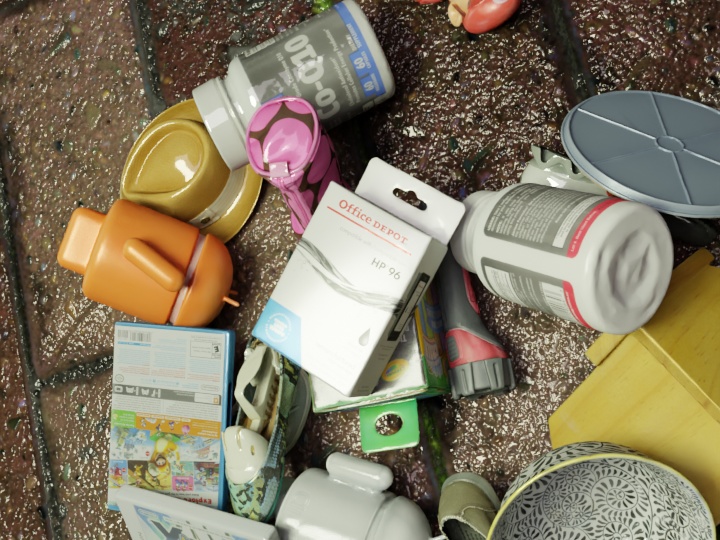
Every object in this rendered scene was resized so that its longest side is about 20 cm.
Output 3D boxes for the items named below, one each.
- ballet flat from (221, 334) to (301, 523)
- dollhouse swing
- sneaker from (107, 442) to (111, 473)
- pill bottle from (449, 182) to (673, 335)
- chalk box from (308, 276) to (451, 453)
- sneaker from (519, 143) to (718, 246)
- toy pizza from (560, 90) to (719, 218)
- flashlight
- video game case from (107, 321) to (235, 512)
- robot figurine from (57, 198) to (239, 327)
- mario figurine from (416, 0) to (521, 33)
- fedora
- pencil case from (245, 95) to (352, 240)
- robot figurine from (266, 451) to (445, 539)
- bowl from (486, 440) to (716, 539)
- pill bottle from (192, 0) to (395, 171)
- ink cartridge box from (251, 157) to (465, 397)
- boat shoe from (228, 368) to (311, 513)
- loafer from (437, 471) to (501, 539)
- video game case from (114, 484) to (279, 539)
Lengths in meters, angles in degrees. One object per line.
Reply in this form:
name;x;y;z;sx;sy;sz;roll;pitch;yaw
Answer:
ballet flat;-0.109;0.153;0.931;0.073;0.074;0.203;-4;60;20
dollhouse swing;0.310;0.133;0.865;0.180;0.177;0.200;-31;68;-30
sneaker;-0.223;0.177;1.038;0.083;0.077;0.204;14;89;16
pill bottle;0.171;-0.019;0.831;0.199;0.110;0.113;20;90;55
chalk box;0.019;0.079;0.934;0.122;0.124;0.204;-12;80;17
sneaker;0.244;-0.049;0.899;0.198;0.074;0.090;25;102;27
toy pizza;0.281;-0.104;0.850;0.198;0.200;0.032;25;134;21
flashlight;0.110;0.027;0.941;0.067;0.068;0.204;-11;74;13
video game case;-0.202;0.161;0.978;0.140;0.018;0.204;3;91;19
robot figurine;-0.225;-0.003;1.006;0.197;0.144;0.118;21;50;-12
mario figurine;0.090;-0.332;0.966;0.200;0.105;0.125;47;134;27
fedora;-0.210;-0.115;1.064;0.197;0.082;0.205;-3;82;21
pencil case;-0.056;-0.090;0.942;0.089;0.200;0.095;9;71;17
robot figurine;-0.011;0.271;0.924;0.197;0.113;0.173;12;103;21
bowl;0.202;0.224;0.818;0.197;0.094;0.204;0;112;0
pill bottle;-0.072;-0.194;0.984;0.198;0.114;0.115;-28;74;-1
ink cartridge box;0.000;0.000;0.848;0.115;0.068;0.202;29;93;19
boat shoe;-0.126;0.188;1.003;0.074;0.065;0.203;42;98;20
loafer;0.125;0.294;0.870;0.075;0.070;0.202;-30;92;32
video game case;-0.151;0.314;0.948;0.197;0.022;0.185;6;123;30
